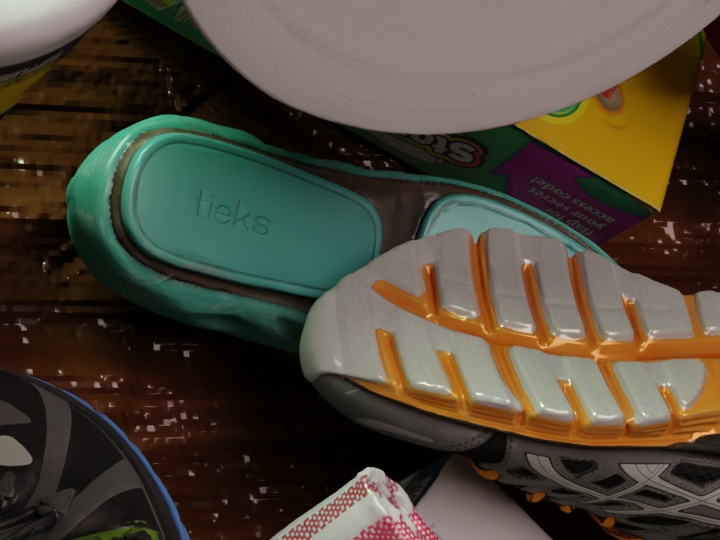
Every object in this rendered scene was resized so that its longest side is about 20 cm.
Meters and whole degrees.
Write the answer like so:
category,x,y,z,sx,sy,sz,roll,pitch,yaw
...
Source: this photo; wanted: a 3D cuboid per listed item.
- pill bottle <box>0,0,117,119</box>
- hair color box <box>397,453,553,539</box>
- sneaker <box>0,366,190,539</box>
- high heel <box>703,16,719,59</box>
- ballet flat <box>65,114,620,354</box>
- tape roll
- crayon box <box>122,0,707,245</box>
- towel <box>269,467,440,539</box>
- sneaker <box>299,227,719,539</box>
category,x,y,z,sx,sy,sz,roll,pitch,yaw
pill bottle,-0.141,-0.069,0.771,0.114,0.200,0.115,12,65,-26
hair color box,0.059,0.161,0.883,0.200,0.060,0.100,46,52,-8
sneaker,-0.082,0.086,0.775,0.083,0.071,0.200,30,15,-50
high heel,0.154,-0.047,0.979,0.200,0.067,0.096,50,25,-39
ballet flat,0.000,0.000,0.907,0.199,0.070,0.068,19,82,-26
tape roll,0.019,-0.156,0.809,0.202,0.203,0.139,4,36,-30
crayon box,0.025,-0.127,0.982,0.200,0.058,0.173,28,58,-18
towel,0.015,0.167,0.820,0.200,0.146,0.030,48,16,-5
sneaker,0.076,0.044,0.873,0.199,0.077,0.078,9,41,-14
